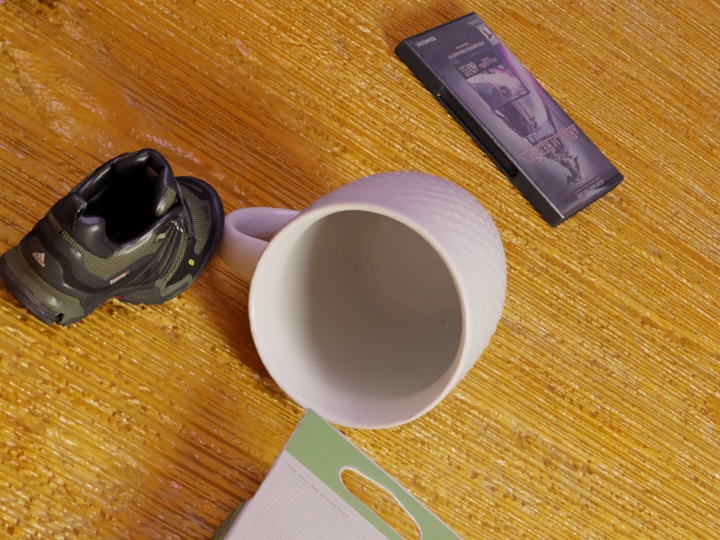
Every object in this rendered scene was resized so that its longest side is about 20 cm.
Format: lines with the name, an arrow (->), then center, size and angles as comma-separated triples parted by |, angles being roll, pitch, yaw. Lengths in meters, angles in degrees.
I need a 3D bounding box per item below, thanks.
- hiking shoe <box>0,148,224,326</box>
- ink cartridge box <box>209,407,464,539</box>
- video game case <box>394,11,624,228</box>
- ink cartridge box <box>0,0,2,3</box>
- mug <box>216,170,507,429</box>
hiking shoe -> -0.130, -0.029, 1.297 | 0.076, 0.101, 0.200 | 48, 31, 7
ink cartridge box -> -0.020, 0.186, 1.218 | 0.145, 0.048, 0.200 | 41, 31, -5
video game case -> 0.129, -0.132, 1.799 | 0.200, 0.019, 0.143 | 48, 31, 8
ink cartridge box -> -0.269, -0.129, 1.240 | 0.067, 0.117, 0.201 | 34, 32, -14
mug -> 0.000, 0.000, 1.393 | 0.198, 0.149, 0.175 | 17, 19, 13
